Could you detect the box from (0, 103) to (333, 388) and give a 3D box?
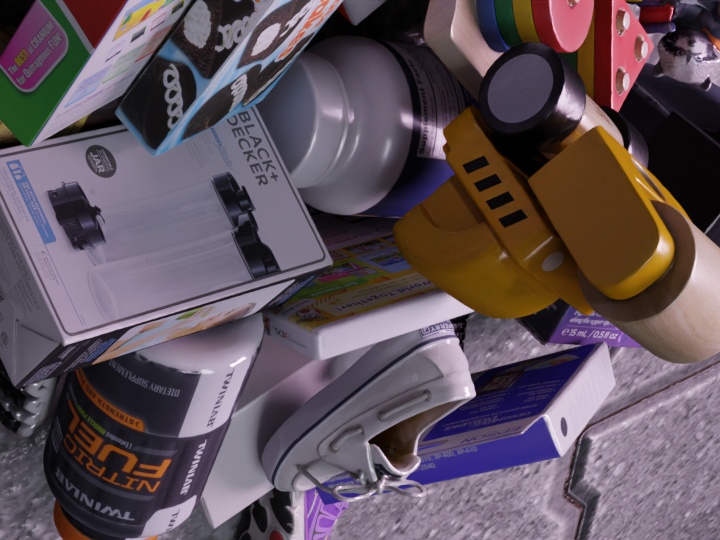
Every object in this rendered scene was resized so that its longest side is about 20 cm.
[{"bbox_3d":[-0.123,-0.021,1.041,0.199,0.117,0.060,-15,164,-44],"label":"box"}]

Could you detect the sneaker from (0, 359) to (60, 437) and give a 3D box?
[{"bbox_3d":[-0.189,0.017,1.131,0.081,0.075,0.201,-23,141,-40],"label":"sneaker"}]

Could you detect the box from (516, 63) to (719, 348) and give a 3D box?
[{"bbox_3d":[0.200,-0.050,1.415,0.147,0.104,0.201,3,124,-45],"label":"box"}]

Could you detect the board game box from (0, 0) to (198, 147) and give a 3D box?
[{"bbox_3d":[-0.093,-0.162,0.940,0.200,0.040,0.153,-47,175,39],"label":"board game box"}]

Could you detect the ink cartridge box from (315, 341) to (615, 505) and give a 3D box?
[{"bbox_3d":[0.067,0.120,1.351,0.197,0.044,0.200,-16,-172,28],"label":"ink cartridge box"}]

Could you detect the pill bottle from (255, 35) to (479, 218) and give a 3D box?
[{"bbox_3d":[0.015,-0.089,1.185,0.199,0.111,0.112,2,125,-45],"label":"pill bottle"}]

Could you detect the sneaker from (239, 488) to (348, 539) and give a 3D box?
[{"bbox_3d":[-0.042,0.204,1.456,0.083,0.081,0.201,-26,140,-33],"label":"sneaker"}]

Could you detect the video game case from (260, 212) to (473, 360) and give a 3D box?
[{"bbox_3d":[0.000,0.000,1.206,0.199,0.181,0.023,-16,113,-34],"label":"video game case"}]

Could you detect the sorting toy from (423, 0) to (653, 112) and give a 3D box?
[{"bbox_3d":[0.128,-0.187,1.145,0.200,0.069,0.201,39,61,-57],"label":"sorting toy"}]

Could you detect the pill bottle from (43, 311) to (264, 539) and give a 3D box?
[{"bbox_3d":[-0.135,0.092,1.152,0.106,0.106,0.201,-12,139,-37],"label":"pill bottle"}]

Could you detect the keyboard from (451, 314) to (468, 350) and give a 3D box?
[{"bbox_3d":[0.070,0.032,1.331,0.200,0.039,0.105,-1,92,-82],"label":"keyboard"}]

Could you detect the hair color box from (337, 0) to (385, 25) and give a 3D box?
[{"bbox_3d":[-0.011,-0.242,1.049,0.101,0.061,0.200,-39,145,-7],"label":"hair color box"}]

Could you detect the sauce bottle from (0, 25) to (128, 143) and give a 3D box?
[{"bbox_3d":[-0.171,-0.103,1.031,0.199,0.066,0.066,-7,131,-46],"label":"sauce bottle"}]

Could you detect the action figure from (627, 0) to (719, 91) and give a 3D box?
[{"bbox_3d":[0.253,-0.210,1.234,0.104,0.200,0.195,22,98,-17],"label":"action figure"}]

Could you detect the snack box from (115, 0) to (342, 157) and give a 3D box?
[{"bbox_3d":[-0.041,-0.151,0.997,0.200,0.037,0.116,-47,174,35],"label":"snack box"}]

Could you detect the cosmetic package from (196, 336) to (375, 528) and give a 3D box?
[{"bbox_3d":[-0.053,0.074,1.306,0.199,0.085,0.108,-31,144,-17],"label":"cosmetic package"}]

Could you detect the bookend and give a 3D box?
[{"bbox_3d":[0.274,-0.066,1.284,0.201,0.092,0.198,-52,151,10],"label":"bookend"}]

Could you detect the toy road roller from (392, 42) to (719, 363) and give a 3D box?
[{"bbox_3d":[0.111,-0.014,1.068,0.146,0.201,0.123,-41,143,14],"label":"toy road roller"}]

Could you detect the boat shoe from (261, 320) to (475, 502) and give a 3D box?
[{"bbox_3d":[0.011,0.114,1.214,0.074,0.087,0.202,-7,153,-45],"label":"boat shoe"}]
